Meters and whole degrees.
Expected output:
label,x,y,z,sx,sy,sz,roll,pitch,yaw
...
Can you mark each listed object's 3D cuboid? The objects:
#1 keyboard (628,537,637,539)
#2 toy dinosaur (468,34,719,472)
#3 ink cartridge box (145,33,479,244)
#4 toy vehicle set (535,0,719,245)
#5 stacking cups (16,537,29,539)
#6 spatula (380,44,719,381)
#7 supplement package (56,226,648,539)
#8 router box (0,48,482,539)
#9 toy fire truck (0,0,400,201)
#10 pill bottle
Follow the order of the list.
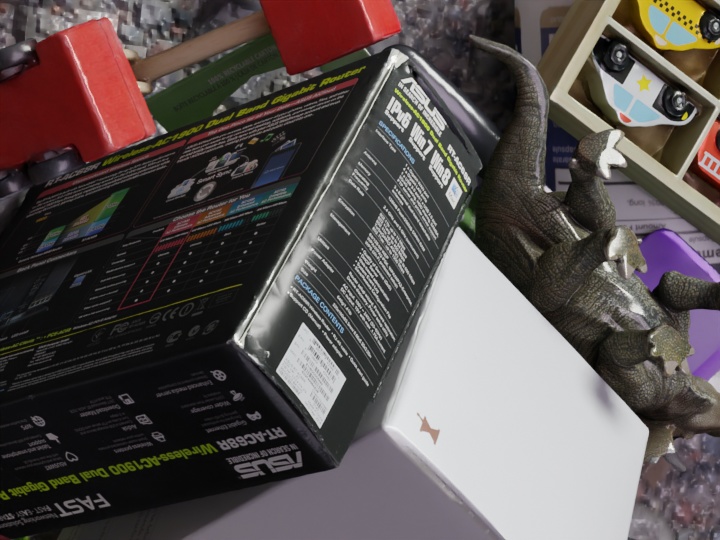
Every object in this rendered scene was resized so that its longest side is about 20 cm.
label,x,y,z,sx,sy,sz,roll,pitch,yaw
keyboard,0.058,0.152,0.933,0.199,0.021,0.127,21,118,-28
toy dinosaur,0.084,0.006,0.808,0.200,0.102,0.077,48,53,-9
ink cartridge box,0.000,0.000,0.860,0.200,0.104,0.059,52,34,-22
toy vehicle set,0.174,-0.070,0.869,0.200,0.026,0.125,33,82,-23
stacking cups,-0.191,0.110,0.800,0.199,0.060,0.061,25,83,-27
spatula,0.080,-0.023,0.851,0.057,0.021,0.200,-44,112,13
supplement package,-0.011,0.098,0.778,0.117,0.200,0.117,46,35,-17
router box,-0.069,0.013,0.750,0.062,0.199,0.150,51,44,-26
toy fire truck,-0.099,-0.068,0.784,0.141,0.199,0.049,-32,102,-57
pill bottle,0.126,-0.032,0.927,0.111,0.111,0.201,-6,98,-28
